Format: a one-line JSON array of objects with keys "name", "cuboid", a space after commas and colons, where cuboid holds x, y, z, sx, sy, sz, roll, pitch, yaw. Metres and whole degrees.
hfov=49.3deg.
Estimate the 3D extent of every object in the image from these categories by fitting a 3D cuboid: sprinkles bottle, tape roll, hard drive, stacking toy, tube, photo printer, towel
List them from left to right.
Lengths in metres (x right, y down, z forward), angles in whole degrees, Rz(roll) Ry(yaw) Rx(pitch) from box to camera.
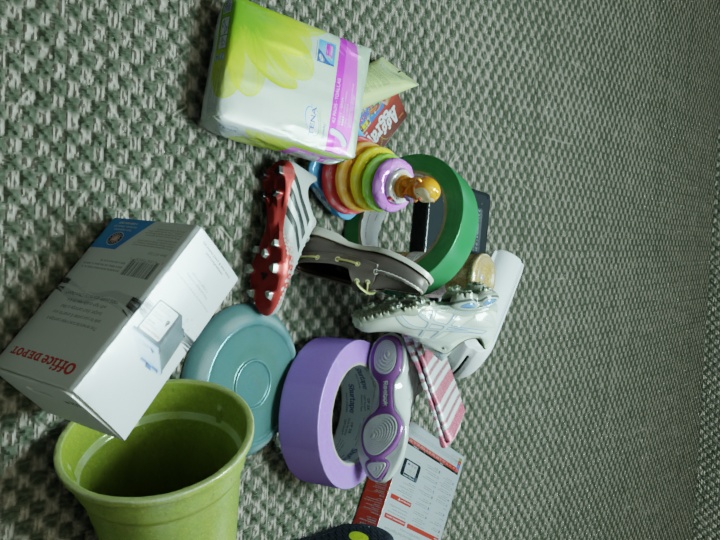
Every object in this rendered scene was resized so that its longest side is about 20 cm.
[{"name": "tape roll", "cuboid": [-0.033, 0.196, 1.092, 0.199, 0.065, 0.204, -6, 97, -62]}, {"name": "tube", "cuboid": [-0.006, -0.249, 1.097, 0.199, 0.052, 0.059, -35, 106, -36]}, {"name": "stacking toy", "cuboid": [0.032, -0.116, 1.032, 0.110, 0.199, 0.116, -52, 130, -15]}, {"name": "tape roll", "cuboid": [0.069, -0.063, 1.111, 0.048, 0.198, 0.204, 29, 72, -48]}, {"name": "sprinkles bottle", "cuboid": [0.098, 0.006, 1.154, 0.068, 0.198, 0.070, -5, 96, -51]}, {"name": "towel", "cuboid": [0.101, 0.142, 1.138, 0.146, 0.030, 0.203, -19, 90, -75]}, {"name": "hard drive", "cuboid": [0.158, -0.078, 1.355, 0.199, 0.033, 0.142, 7, 88, -52]}, {"name": "photo printer", "cuboid": [0.201, 0.084, 1.339, 0.167, 0.069, 0.202, 110, 6, -64]}]

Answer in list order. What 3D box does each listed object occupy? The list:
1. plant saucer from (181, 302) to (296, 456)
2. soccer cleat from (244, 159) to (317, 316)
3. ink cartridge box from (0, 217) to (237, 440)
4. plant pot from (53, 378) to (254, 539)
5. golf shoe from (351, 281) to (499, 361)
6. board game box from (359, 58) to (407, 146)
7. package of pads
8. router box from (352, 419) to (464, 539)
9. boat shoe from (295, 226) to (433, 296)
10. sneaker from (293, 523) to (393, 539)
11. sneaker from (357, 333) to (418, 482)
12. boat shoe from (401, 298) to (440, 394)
[{"name": "plant saucer", "cuboid": [-0.144, 0.144, 1.004, 0.199, 0.027, 0.204, -9, 101, -51]}, {"name": "soccer cleat", "cuboid": [-0.096, -0.041, 1.015, 0.085, 0.068, 0.204, 11, 80, -47]}, {"name": "ink cartridge box", "cuboid": [-0.240, 0.049, 0.778, 0.201, 0.145, 0.086, -59, 136, -28]}, {"name": "plant pot", "cuboid": [-0.204, 0.248, 0.830, 0.199, 0.198, 0.187, -29, 127, -46]}, {"name": "golf shoe", "cuboid": [0.088, 0.077, 1.036, 0.078, 0.196, 0.099, -115, -161, -77]}, {"name": "board game box", "cuboid": [0.000, -0.210, 1.154, 0.201, 0.019, 0.104, -56, 134, -32]}, {"name": "package of pads", "cuboid": [-0.090, -0.222, 0.961, 0.197, 0.068, 0.157, 12, 83, -30]}, {"name": "router box", "cuboid": [0.085, 0.360, 1.296, 0.200, 0.048, 0.182, 42, 62, -45]}, {"name": "boat shoe", "cuboid": [0.000, 0.000, 1.038, 0.060, 0.198, 0.072, -60, 154, -21]}, {"name": "sneaker", "cuboid": [-0.039, 0.419, 1.122, 0.198, 0.066, 0.080, -2, 103, -38]}, {"name": "sneaker", "cuboid": [0.051, 0.196, 1.102, 0.099, 0.074, 0.203, 34, 62, -57]}, {"name": "boat shoe", "cuboid": [0.091, 0.118, 1.270, 0.072, 0.069, 0.202, 58, 45, -31]}]
